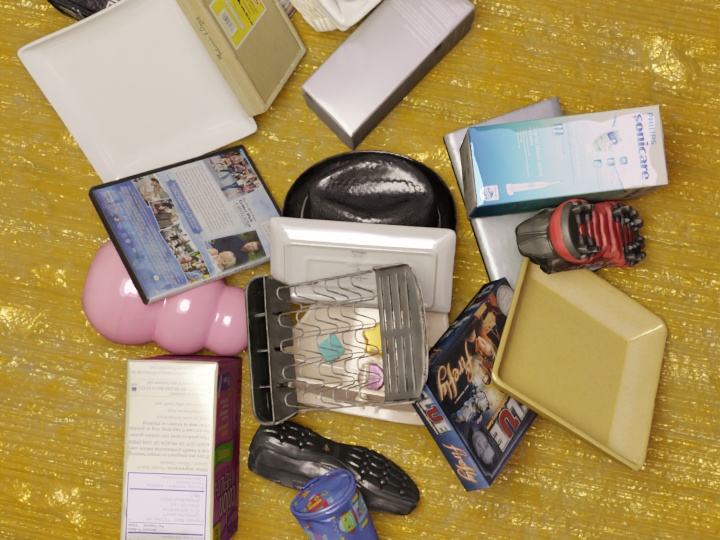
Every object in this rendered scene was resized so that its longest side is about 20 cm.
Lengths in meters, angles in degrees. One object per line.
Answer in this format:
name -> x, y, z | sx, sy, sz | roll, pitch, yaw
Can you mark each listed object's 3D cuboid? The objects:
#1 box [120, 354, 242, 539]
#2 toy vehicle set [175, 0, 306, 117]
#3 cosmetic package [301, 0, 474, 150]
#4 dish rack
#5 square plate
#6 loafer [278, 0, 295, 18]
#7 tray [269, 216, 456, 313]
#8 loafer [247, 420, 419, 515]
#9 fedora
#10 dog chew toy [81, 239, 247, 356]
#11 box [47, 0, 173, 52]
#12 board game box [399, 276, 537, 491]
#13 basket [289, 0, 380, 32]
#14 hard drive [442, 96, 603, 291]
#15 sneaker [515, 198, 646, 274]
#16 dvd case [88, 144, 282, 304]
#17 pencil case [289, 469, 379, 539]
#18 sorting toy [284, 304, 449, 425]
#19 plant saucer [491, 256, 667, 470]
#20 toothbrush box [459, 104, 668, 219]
box -> -0.187, 0.194, 1.239 | 0.095, 0.176, 0.203 | 2, 87, 3
toy vehicle set -> -0.138, -0.285, 1.251 | 0.026, 0.125, 0.201 | -10, 125, 33
cosmetic package -> 0.030, -0.238, 1.290 | 0.090, 0.107, 0.200 | 41, 91, 3
dish rack -> -0.024, 0.071, 1.162 | 0.198, 0.054, 0.156 | -10, 82, 35
square plate -> -0.243, -0.203, 1.277 | 0.198, 0.029, 0.199 | -21, 122, 15
loafer -> -0.101, -0.391, 1.323 | 0.071, 0.063, 0.203 | 1, 87, 3
tray -> 0.000, 0.000, 1.224 | 0.197, 0.022, 0.109 | 4, 123, 4
loafer -> -0.031, 0.230, 1.294 | 0.198, 0.068, 0.071 | 21, 118, -2
fedora -> 0.011, -0.070, 1.263 | 0.198, 0.092, 0.203 | 1, 65, -2
dog chew toy -> -0.204, 0.037, 1.280 | 0.198, 0.125, 0.126 | 19, 88, -5
box -> -0.242, -0.362, 1.315 | 0.162, 0.086, 0.202 | 24, 88, 2
board game box -> 0.134, 0.117, 1.224 | 0.034, 0.200, 0.136 | -21, 107, 43
basket -> -0.008, -0.371, 1.262 | 0.200, 0.123, 0.136 | -46, 108, -12
hard drive -> 0.190, -0.079, 1.312 | 0.138, 0.033, 0.202 | -18, 87, 1
sneaker -> 0.234, -0.034, 1.232 | 0.097, 0.199, 0.072 | -11, 82, 38
dvd case -> -0.180, -0.055, 1.266 | 0.198, 0.018, 0.144 | -21, 72, -34
pencil case -> -0.012, 0.313, 1.248 | 0.078, 0.086, 0.202 | -31, 114, -27
sorting toy -> 0.020, 0.070, 1.284 | 0.197, 0.107, 0.182 | 9, 78, 7
plant saucer -> 0.229, 0.093, 1.243 | 0.199, 0.048, 0.201 | 32, 53, -13
toothbrush box -> 0.210, -0.111, 1.224 | 0.197, 0.146, 0.087 | -6, 87, 2
